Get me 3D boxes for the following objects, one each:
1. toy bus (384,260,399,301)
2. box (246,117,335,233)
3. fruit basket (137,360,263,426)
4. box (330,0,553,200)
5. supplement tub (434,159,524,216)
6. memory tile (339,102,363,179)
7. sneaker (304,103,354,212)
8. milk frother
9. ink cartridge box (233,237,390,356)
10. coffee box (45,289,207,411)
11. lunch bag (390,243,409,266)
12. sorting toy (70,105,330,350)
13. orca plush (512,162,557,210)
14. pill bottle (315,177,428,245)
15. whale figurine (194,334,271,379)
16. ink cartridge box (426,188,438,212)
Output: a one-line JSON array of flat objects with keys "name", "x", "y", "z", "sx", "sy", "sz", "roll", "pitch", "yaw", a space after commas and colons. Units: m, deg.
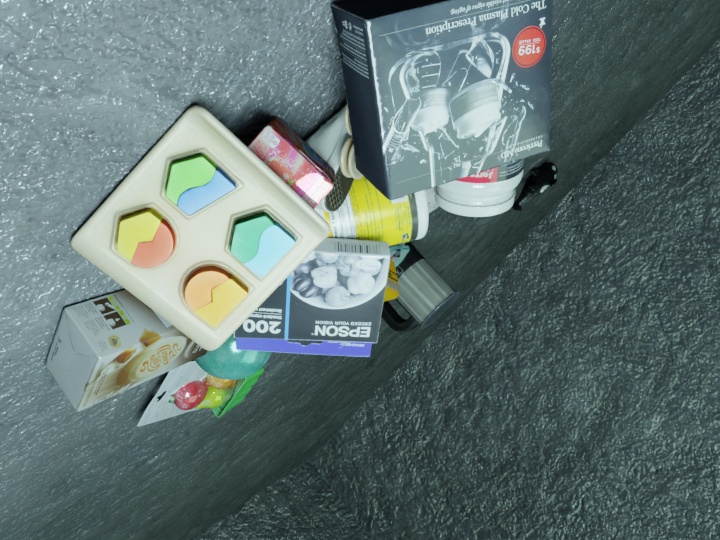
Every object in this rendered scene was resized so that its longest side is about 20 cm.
[{"name": "toy bus", "x": 0.000, "y": 0.000, "z": 1.005, "sx": 0.065, "sy": 0.079, "sz": 0.200, "roll": -13, "pitch": 166, "yaw": 18}, {"name": "box", "x": -0.127, "y": -0.062, "z": 0.707, "sx": 0.200, "sy": 0.095, "sz": 0.100, "roll": -46, "pitch": -167, "yaw": 12}, {"name": "fruit basket", "x": -0.285, "y": 0.200, "z": 1.145, "sx": 0.200, "sy": 0.094, "sz": 0.185, "roll": -2, "pitch": 139, "yaw": -44}, {"name": "box", "x": 0.090, "y": -0.198, "z": 0.666, "sx": 0.199, "sy": 0.104, "sz": 0.183, "roll": -19, "pitch": 125, "yaw": -13}, {"name": "supplement tub", "x": 0.174, "y": -0.195, "z": 0.940, "sx": 0.140, "sy": 0.140, "sz": 0.201, "roll": -30, "pitch": 131, "yaw": -38}, {"name": "memory tile", "x": 0.037, "y": -0.202, "z": 0.787, "sx": 0.200, "sy": 0.017, "sz": 0.154, "roll": -32, "pitch": 131, "yaw": -52}, {"name": "sneaker", "x": -0.027, "y": -0.174, "z": 0.795, "sx": 0.200, "sy": 0.084, "sz": 0.073, "roll": -60, "pitch": 149, "yaw": -12}, {"name": "milk frother", "x": 0.131, "y": 0.025, "z": 1.462, "sx": 0.200, "sy": 0.188, "sz": 0.181, "roll": -29, "pitch": 160, "yaw": -41}, {"name": "ink cartridge box", "x": -0.070, "y": 0.048, "z": 0.845, "sx": 0.043, "sy": 0.197, "sz": 0.201, "roll": -95, "pitch": -171, "yaw": -55}, {"name": "coffee box", "x": -0.276, "y": 0.081, "z": 0.809, "sx": 0.200, "sy": 0.080, "sz": 0.114, "roll": -23, "pitch": 156, "yaw": -50}, {"name": "lunch bag", "x": 0.012, "y": -0.002, "z": 1.303, "sx": 0.200, "sy": 0.077, "sz": 0.160, "roll": -47, "pitch": 164, "yaw": 14}, {"name": "sorting toy", "x": -0.159, "y": -0.031, "z": 0.639, "sx": 0.200, "sy": 0.185, "sz": 0.036, "roll": -44, "pitch": -160, "yaw": 11}, {"name": "orca plush", "x": 0.506, "y": -0.268, "z": 1.887, "sx": 0.200, "sy": 0.071, "sz": 0.105, "roll": -37, "pitch": -151, "yaw": -6}, {"name": "pill bottle", "x": -0.017, "y": -0.079, "z": 0.864, "sx": 0.199, "sy": 0.113, "sz": 0.113, "roll": -12, "pitch": 159, "yaw": -8}, {"name": "whale figurine", "x": -0.196, "y": 0.121, "z": 1.000, "sx": 0.158, "sy": 0.104, "sz": 0.200, "roll": 3, "pitch": 167, "yaw": -3}, {"name": "ink cartridge box", "x": 0.065, "y": -0.131, "z": 1.069, "sx": 0.200, "sy": 0.083, "sz": 0.147, "roll": -34, "pitch": 164, "yaw": -29}]
